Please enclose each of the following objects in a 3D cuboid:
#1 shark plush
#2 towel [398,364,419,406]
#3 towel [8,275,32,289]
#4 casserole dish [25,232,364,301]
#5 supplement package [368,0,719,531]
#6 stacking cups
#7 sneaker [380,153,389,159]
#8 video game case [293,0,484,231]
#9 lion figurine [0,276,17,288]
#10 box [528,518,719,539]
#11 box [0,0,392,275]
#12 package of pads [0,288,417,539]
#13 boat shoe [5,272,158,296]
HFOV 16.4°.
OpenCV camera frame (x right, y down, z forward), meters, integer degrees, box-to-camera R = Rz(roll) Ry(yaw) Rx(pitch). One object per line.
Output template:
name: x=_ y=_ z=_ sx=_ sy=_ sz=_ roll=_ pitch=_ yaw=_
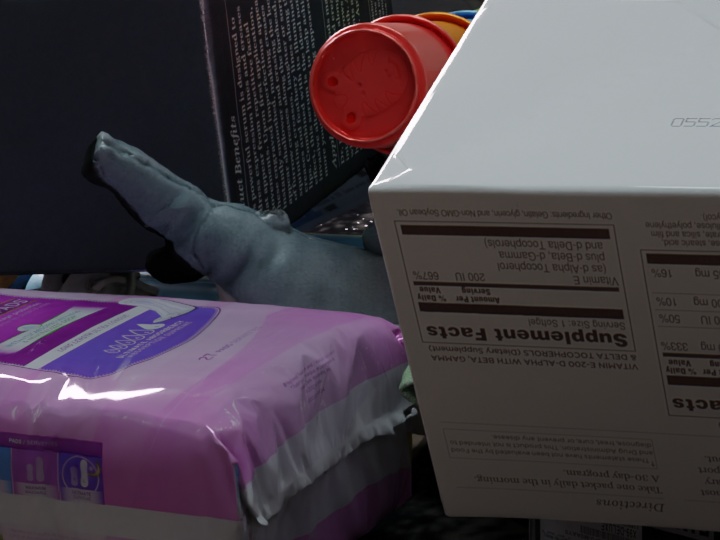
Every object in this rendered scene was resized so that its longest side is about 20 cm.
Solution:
shark plush: x=0.000 y=0.000 z=0.845 sx=0.200 sy=0.083 sz=0.091 roll=25 pitch=6 yaw=-5
towel: x=0.110 y=-0.015 z=0.803 sx=0.152 sy=0.023 sz=0.200 roll=1 pitch=34 yaw=18
towel: x=-0.170 y=-0.013 z=1.139 sx=0.111 sy=0.049 sz=0.200 roll=3 pitch=13 yaw=21
casserole dish: x=-0.053 y=0.010 z=1.042 sx=0.200 sy=0.039 sz=0.121 roll=2 pitch=13 yaw=22
supplement package: x=0.128 y=-0.016 z=0.669 sx=0.200 sy=0.111 sz=0.156 roll=2 pitch=35 yaw=23
stacking cups: x=0.036 y=-0.069 z=0.879 sx=0.060 sy=0.061 sz=0.200 roll=2 pitch=4 yaw=16
sneaker: x=0.055 y=-0.021 z=1.051 sx=0.088 sy=0.074 sz=0.200 roll=-34 pitch=-23 yaw=26
video game case: x=-0.022 y=-0.105 z=1.089 sx=0.200 sy=0.182 sz=0.022 roll=-24 pitch=36 yaw=30
lion figurine: x=-0.198 y=-0.007 z=0.981 sx=0.200 sy=0.073 sz=0.123 roll=-15 pitch=57 yaw=-25
box: x=0.174 y=0.066 z=0.736 sx=0.200 sy=0.050 sz=0.158 roll=10 pitch=17 yaw=42
box: x=-0.085 y=-0.075 z=0.947 sx=0.148 sy=0.107 sz=0.200 roll=-1 pitch=16 yaw=20
package of pads: x=-0.093 y=0.053 z=0.779 sx=0.200 sy=0.076 sz=0.120 roll=4 pitch=15 yaw=27
boat shoe: x=-0.105 y=0.025 z=0.921 sx=0.200 sy=0.066 sz=0.072 roll=-2 pitch=13 yaw=4
